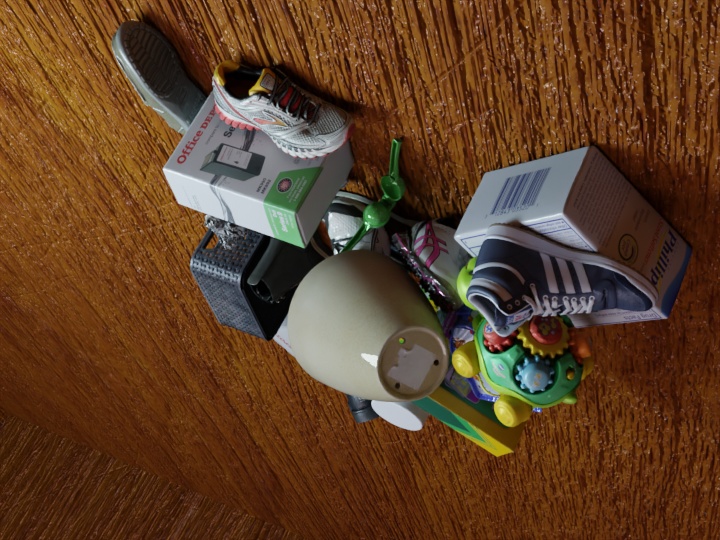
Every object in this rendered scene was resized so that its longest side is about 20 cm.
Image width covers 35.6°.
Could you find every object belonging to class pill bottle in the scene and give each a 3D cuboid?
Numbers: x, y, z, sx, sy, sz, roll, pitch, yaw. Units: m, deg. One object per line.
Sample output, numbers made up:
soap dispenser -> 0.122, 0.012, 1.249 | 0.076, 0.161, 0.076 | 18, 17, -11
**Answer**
pill bottle -> 0.094, 0.127, 1.645 | 0.111, 0.201, 0.111 | 22, 154, 11

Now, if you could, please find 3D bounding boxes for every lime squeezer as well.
lime squeezer -> 0.024, -0.084, 1.446 | 0.038, 0.071, 0.200 | 33, 117, 8

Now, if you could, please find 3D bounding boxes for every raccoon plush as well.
raccoon plush -> -0.128, -0.097, 1.524 | 0.200, 0.134, 0.097 | -3, 140, 48

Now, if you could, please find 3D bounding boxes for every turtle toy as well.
turtle toy -> 0.182, 0.072, 1.285 | 0.200, 0.145, 0.101 | 49, 149, 19

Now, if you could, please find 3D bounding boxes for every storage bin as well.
storage bin -> -0.172, 0.002, 1.756 | 0.093, 0.136, 0.200 | 19, 153, 21

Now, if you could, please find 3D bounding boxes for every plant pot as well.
plant pot -> 0.028, 0.087, 1.384 | 0.187, 0.188, 0.200 | 41, 176, -25

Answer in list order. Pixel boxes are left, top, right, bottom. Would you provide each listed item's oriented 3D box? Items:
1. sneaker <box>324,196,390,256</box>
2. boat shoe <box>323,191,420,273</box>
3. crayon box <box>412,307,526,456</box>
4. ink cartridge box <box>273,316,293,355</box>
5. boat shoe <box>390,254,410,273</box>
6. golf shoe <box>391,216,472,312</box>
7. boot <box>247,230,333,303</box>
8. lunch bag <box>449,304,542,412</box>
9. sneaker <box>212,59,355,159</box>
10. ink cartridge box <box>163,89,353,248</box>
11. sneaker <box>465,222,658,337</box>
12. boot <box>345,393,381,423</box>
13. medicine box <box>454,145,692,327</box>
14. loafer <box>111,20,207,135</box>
sneaker -> 0.000, 0.000, 1.500 | 0.075, 0.088, 0.201 | -14, 109, 36
boat shoe -> 0.022, -0.050, 1.549 | 0.200, 0.061, 0.072 | 21, 155, 15
crayon box -> 0.172, 0.129, 1.568 | 0.172, 0.201, 0.058 | 34, 155, -11
ink cartridge box -> -0.041, 0.104, 1.876 | 0.200, 0.085, 0.146 | -4, 140, 49
boat shoe -> 0.010, 0.018, 1.658 | 0.073, 0.068, 0.199 | 34, 165, -23
golf shoe -> 0.104, -0.018, 1.405 | 0.073, 0.092, 0.200 | 60, -179, -28
boot -> -0.104, 0.014, 1.706 | 0.077, 0.139, 0.200 | 10, 150, 34
lunch bag -> 0.195, 0.059, 1.449 | 0.123, 0.170, 0.200 | 7, 147, 35
sneaker -> -0.100, -0.199, 1.374 | 0.199, 0.078, 0.082 | 20, 152, 17
ink cartridge box -> -0.131, -0.134, 1.445 | 0.199, 0.146, 0.084 | 18, 154, 20
sneaker -> 0.211, 0.030, 1.208 | 0.199, 0.109, 0.070 | 21, 154, 16
boot -> -0.007, 0.135, 1.730 | 0.200, 0.076, 0.169 | -65, -44, -87
medicine box -> 0.247, -0.030, 1.307 | 0.200, 0.103, 0.182 | 40, 152, -25
loafer -> -0.269, -0.243, 1.467 | 0.069, 0.075, 0.200 | 5, 147, 33
